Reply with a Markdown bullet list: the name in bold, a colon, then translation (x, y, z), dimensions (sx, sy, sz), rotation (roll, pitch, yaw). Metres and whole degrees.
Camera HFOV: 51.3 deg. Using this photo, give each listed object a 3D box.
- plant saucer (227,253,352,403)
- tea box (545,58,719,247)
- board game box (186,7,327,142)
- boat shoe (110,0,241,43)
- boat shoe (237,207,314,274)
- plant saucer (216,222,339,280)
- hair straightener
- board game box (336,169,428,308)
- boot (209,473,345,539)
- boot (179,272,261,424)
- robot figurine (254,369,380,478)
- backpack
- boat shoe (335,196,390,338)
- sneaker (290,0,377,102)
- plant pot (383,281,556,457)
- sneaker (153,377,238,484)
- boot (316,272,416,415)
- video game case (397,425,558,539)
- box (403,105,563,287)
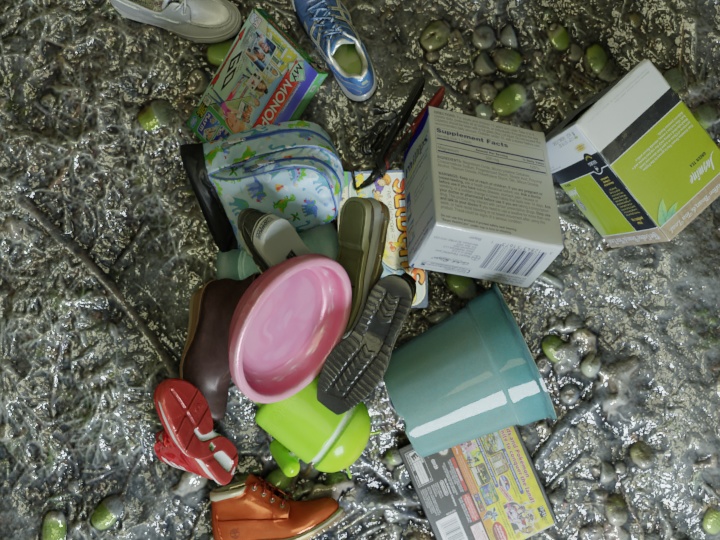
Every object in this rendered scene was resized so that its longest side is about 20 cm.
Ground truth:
- **plant saucer**: translation (-0.094, 0.068, 0.952), dimensions (0.050, 0.200, 0.203), rotation (30, 87, 33)
- **tea box**: translation (0.370, -0.150, 1.041), dimensions (0.133, 0.200, 0.198), rotation (-39, 92, -3)
- **board game box**: translation (-0.149, -0.238, 1.049), dimensions (0.135, 0.029, 0.201), rotation (45, 117, 12)
- **boat shoe**: translation (-0.270, -0.387, 1.085), dimensions (0.196, 0.069, 0.074), rotation (19, 89, -2)
- **boat shoe**: translation (-0.100, -0.013, 0.989), dimensions (0.063, 0.201, 0.071), rotation (27, 67, 33)
- **plant saucer**: translation (-0.121, -0.006, 1.082), dimensions (0.196, 0.039, 0.207), rotation (0, 88, 10)
- **hair straightener**: translation (0.041, -0.205, 1.096), dimensions (0.076, 0.041, 0.202), rotation (33, 80, 12)
- **board game box**: translation (0.031, -0.044, 1.109), dimensions (0.132, 0.034, 0.206), rotation (-3, 90, -2)
- **boot**: translation (-0.123, 0.342, 1.081), dimensions (0.195, 0.075, 0.110), rotation (-12, 85, -1)
- **boot**: translation (-0.181, 0.110, 1.038), dimensions (0.071, 0.164, 0.206), rotation (1, 81, -45)
- **robot figurine**: translation (-0.070, 0.201, 1.061), dimensions (0.198, 0.116, 0.177), rotation (37, 87, -1)
- **backpack**: translation (-0.118, -0.116, 1.005), dimensions (0.197, 0.154, 0.166), rotation (-25, 132, -13)
- **boat shoe**: translation (0.000, 0.000, 1.048), dimensions (0.074, 0.067, 0.205), rotation (27, 109, 40)
- **sneaker**: translation (-0.035, -0.345, 1.090), dimensions (0.075, 0.077, 0.202), rotation (-34, 89, -1)
- **plant pot**: translation (0.141, 0.149, 1.042), dimensions (0.193, 0.200, 0.204), rotation (-24, 90, 5)
- **sneaker**: translation (-0.258, 0.224, 1.032), dimensions (0.113, 0.079, 0.203), rotation (-1, 130, 25)
- **boot**: translation (0.021, 0.096, 1.034), dimensions (0.077, 0.138, 0.202), rotation (35, 100, 7)
- **video game case**: translation (0.173, 0.318, 1.115), dimensions (0.177, 0.026, 0.204), rotation (-24, 89, -2)
- **box**: translation (0.161, -0.100, 1.024), dimensions (0.179, 0.105, 0.204), rotation (10, 56, -14)
